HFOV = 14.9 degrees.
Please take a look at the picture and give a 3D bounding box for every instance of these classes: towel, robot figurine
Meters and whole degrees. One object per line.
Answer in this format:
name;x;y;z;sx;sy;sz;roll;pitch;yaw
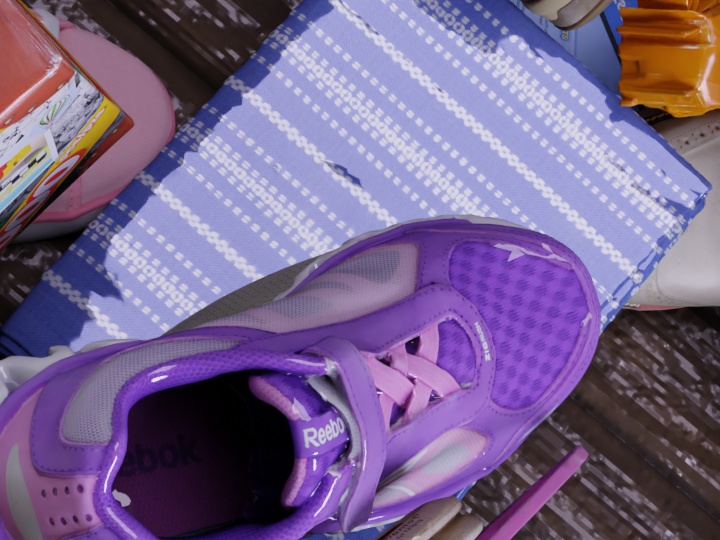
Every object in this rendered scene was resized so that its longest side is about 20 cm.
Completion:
towel;0.000;0.000;0.870;0.145;0.024;0.200;41;73;4
robot figurine;0.179;-0.087;0.923;0.200;0.144;0.059;-23;117;-50

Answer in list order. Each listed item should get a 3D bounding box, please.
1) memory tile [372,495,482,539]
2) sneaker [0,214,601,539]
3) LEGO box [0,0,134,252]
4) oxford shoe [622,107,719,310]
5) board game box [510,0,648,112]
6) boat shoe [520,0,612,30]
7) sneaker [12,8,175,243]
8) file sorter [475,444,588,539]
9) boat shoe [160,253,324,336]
memory tile;-0.063;0.133;0.726;0.200;0.153;0.017;-37;88;-35
sneaker;-0.012;0.038;0.739;0.199;0.088;0.081;-19;93;-26
LEGO box;-0.162;-0.003;0.706;0.200;0.149;0.077;-44;87;0
oxford shoe;0.149;-0.022;0.932;0.199;0.074;0.071;-9;102;-26
board game box;0.098;-0.129;1.009;0.102;0.019;0.201;14;60;-16
boat shoe;0.042;-0.160;0.930;0.067;0.072;0.201;24;29;-28
sneaker;-0.139;-0.068;0.825;0.199;0.105;0.076;10;59;-20
file sorter;0.073;0.170;0.777;0.200;0.139;0.125;46;53;4
boat shoe;-0.062;0.070;0.801;0.200;0.072;0.068;-45;108;-23
